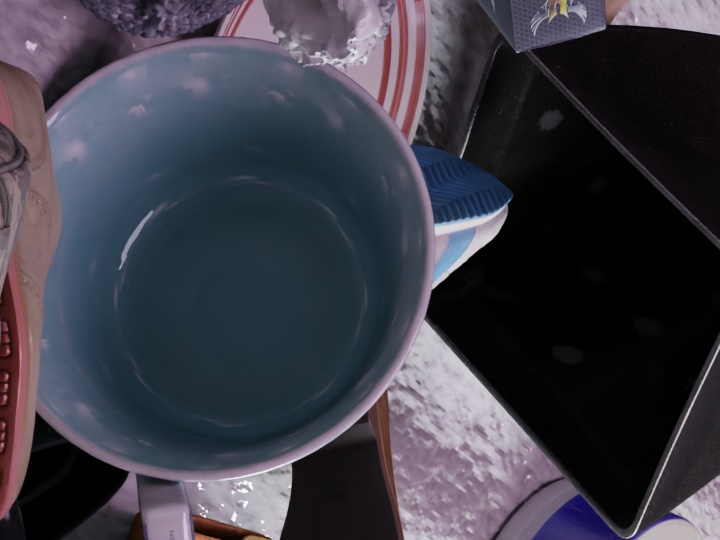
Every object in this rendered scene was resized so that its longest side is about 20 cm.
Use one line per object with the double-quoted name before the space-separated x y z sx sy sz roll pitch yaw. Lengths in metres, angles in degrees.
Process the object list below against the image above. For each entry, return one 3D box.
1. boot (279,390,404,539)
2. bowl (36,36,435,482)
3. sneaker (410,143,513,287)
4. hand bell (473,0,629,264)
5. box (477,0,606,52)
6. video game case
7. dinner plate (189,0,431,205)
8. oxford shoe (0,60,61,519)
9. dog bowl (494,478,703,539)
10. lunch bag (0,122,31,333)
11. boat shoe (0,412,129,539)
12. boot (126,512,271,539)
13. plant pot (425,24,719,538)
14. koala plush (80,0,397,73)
"boot" -0.002 0.127 1.499 0.075 0.073 0.200 10 77 -70
"bowl" -0.060 0.005 1.292 0.105 0.201 0.201 59 54 -73
"sneaker" 0.000 0.000 1.435 0.200 0.076 0.081 -31 143 -42
"hand bell" 0.089 -0.093 1.569 0.104 0.104 0.200 -21 135 -52
"box" 0.053 -0.217 1.331 0.051 0.200 0.158 -15 125 -11
"video game case" -0.081 0.176 1.289 0.200 0.023 0.182 -131 -145 -82
"dinner plate" -0.028 -0.088 1.425 0.200 0.024 0.200 -31 131 -45
"oxford shoe" -0.152 0.009 1.215 0.074 0.071 0.200 -7 100 -61
"dog bowl" 0.139 0.236 1.797 0.200 0.079 0.200 -33 132 -46
"lunch bag" -0.203 0.029 1.108 0.168 0.139 0.200 -24 130 -71
"boat shoe" -0.178 0.112 1.261 0.200 0.062 0.075 -33 134 -43
"boot" -0.072 0.204 1.463 0.201 0.071 0.144 32 79 -53
"plant pot" 0.171 -0.015 1.522 0.177 0.200 0.200 -19 143 -35
"koala plush" -0.032 -0.167 1.210 0.177 0.200 0.184 -51 143 -31
